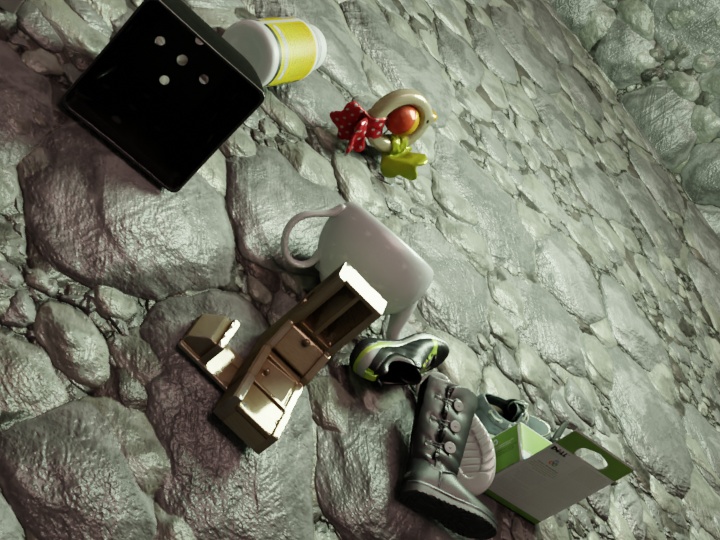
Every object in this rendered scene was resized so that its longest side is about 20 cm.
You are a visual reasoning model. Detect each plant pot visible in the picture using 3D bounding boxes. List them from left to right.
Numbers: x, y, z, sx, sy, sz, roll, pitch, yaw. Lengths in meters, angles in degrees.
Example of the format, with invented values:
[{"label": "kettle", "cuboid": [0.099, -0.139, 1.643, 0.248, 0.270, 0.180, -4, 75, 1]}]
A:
[{"label": "plant pot", "cuboid": [-0.262, -0.267, 1.482, 0.199, 0.200, 0.177, 40, 20, -19]}]

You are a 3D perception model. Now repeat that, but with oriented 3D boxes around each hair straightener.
[{"label": "hair straightener", "cuboid": [0.309, 0.303, 1.802, 0.077, 0.041, 0.200, 38, 33, 18]}]

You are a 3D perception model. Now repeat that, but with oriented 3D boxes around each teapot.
[{"label": "teapot", "cuboid": [0.000, 0.000, 1.596, 0.200, 0.146, 0.197, 42, 0, 23]}]

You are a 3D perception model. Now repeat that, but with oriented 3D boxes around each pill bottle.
[{"label": "pill bottle", "cuboid": [-0.142, -0.373, 1.803, 0.113, 0.112, 0.200, 55, 32, 5]}]

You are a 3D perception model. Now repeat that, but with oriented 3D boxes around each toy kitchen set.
[{"label": "toy kitchen set", "cuboid": [-0.103, 0.080, 1.332, 0.163, 0.180, 0.200, 45, 28, -10]}]

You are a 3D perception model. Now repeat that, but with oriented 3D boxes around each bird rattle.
[{"label": "bird rattle", "cuboid": [0.050, -0.265, 1.916, 0.200, 0.163, 0.113, 37, 15, -40]}]

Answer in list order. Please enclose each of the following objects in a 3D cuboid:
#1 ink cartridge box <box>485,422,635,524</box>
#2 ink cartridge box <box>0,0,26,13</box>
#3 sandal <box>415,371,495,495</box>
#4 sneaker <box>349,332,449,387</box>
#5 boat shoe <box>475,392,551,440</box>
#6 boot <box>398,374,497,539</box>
[{"label": "ink cartridge box", "cuboid": [0.294, 0.291, 1.622, 0.148, 0.200, 0.076, 35, 35, -27]}, {"label": "ink cartridge box", "cuboid": [-0.485, -0.486, 1.435, 0.147, 0.145, 0.200, 28, 39, -33]}, {"label": "sandal", "cuboid": [0.147, 0.247, 1.614, 0.050, 0.082, 0.203, 87, -16, -63]}, {"label": "sneaker", "cuboid": [0.069, 0.147, 1.584, 0.200, 0.072, 0.083, -3, 35, -42]}, {"label": "boat shoe", "cuboid": [0.249, 0.243, 1.725, 0.200, 0.062, 0.073, 19, 33, -34]}, {"label": "boot", "cuboid": [0.141, 0.269, 1.540, 0.165, 0.066, 0.200, 33, 44, -20]}]
